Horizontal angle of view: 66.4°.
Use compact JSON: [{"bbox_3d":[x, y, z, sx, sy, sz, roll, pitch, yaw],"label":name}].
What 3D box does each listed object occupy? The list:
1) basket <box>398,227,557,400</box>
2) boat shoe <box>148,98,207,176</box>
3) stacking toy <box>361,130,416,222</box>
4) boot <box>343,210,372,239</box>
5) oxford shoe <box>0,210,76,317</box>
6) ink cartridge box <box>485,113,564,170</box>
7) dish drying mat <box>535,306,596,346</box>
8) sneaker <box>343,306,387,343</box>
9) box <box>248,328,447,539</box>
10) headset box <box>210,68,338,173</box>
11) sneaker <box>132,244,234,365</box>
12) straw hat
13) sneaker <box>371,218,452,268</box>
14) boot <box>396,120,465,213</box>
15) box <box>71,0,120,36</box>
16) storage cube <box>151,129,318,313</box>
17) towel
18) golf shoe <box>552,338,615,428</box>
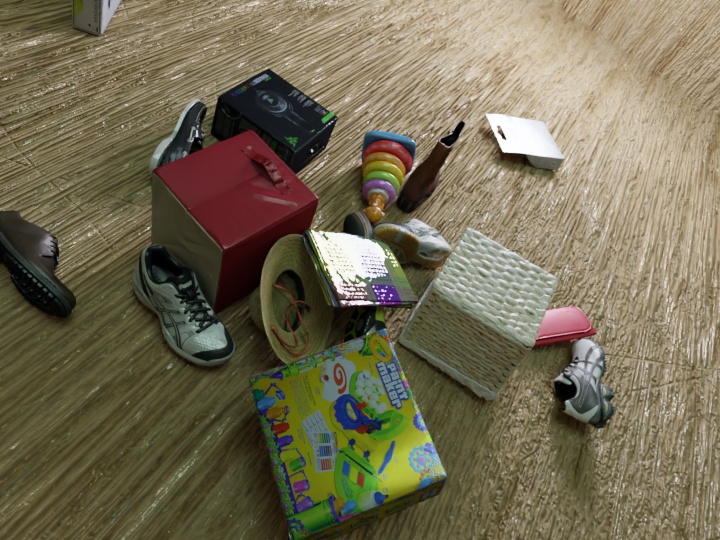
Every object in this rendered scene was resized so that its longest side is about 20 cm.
[{"bbox_3d":[0.206,0.070,0.950,0.199,0.162,0.199,32,47,7],"label":"basket"},{"bbox_3d":[-0.318,-0.237,1.009,0.060,0.074,0.201,22,49,-8],"label":"boat shoe"},{"bbox_3d":[0.044,-0.178,1.138,0.115,0.110,0.202,11,58,2],"label":"stacking toy"},{"bbox_3d":[-0.051,-0.032,0.979,0.137,0.078,0.202,7,49,-16],"label":"boot"},{"bbox_3d":[-0.448,-0.019,0.763,0.200,0.073,0.084,45,45,12],"label":"oxford shoe"},{"bbox_3d":[0.445,-0.356,1.523,0.198,0.047,0.161,2,53,-19],"label":"ink cartridge box"},{"bbox_3d":[0.371,0.110,1.089,0.198,0.018,0.077,-6,46,-21],"label":"dish drying mat"},{"bbox_3d":[0.018,0.132,0.881,0.076,0.075,0.202,21,59,-22],"label":"sneaker"},{"bbox_3d":[-0.019,0.215,0.708,0.191,0.122,0.201,-18,60,-8],"label":"box"},{"bbox_3d":[-0.167,-0.291,1.117,0.199,0.093,0.174,36,46,4],"label":"headset box"},{"bbox_3d":[-0.254,0.049,0.785,0.200,0.088,0.076,43,45,9],"label":"sneaker"},{"bbox_3d":[-0.126,0.049,0.852,0.200,0.084,0.204,21,66,-57],"label":"straw hat"},{"bbox_3d":[0.088,-0.062,1.067,0.199,0.076,0.088,16,38,-40],"label":"sneaker"},{"bbox_3d":[0.158,-0.240,1.164,0.068,0.201,0.188,39,46,8],"label":"boot"},{"bbox_3d":[-0.551,-0.606,1.167,0.059,0.117,0.202,12,49,-17],"label":"box"},{"bbox_3d":[-0.200,-0.077,0.854,0.171,0.201,0.179,46,53,13],"label":"storage cube"},{"bbox_3d":[0.000,0.000,0.885,0.199,0.023,0.145,4,52,-47],"label":"towel"},{"bbox_3d":[0.403,0.192,1.019,0.093,0.078,0.201,12,35,2],"label":"golf shoe"}]
